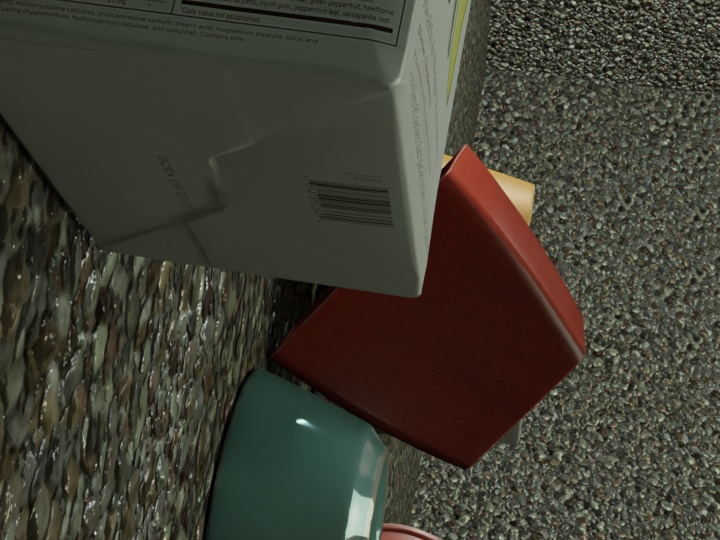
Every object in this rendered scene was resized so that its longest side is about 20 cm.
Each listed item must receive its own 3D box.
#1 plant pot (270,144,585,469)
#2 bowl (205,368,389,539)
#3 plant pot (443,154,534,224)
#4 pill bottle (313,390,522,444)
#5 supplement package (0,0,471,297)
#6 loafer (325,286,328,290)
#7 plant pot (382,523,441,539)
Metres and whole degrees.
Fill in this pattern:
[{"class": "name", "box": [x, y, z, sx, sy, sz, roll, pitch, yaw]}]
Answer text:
[{"class": "plant pot", "box": [0.074, 0.038, 1.093, 0.200, 0.176, 0.200, -47, -178, 14]}, {"class": "bowl", "box": [-0.039, 0.177, 0.973, 0.201, 0.105, 0.201, 8, 90, -84]}, {"class": "plant pot", "box": [0.114, -0.053, 1.647, 0.200, 0.183, 0.201, 8, 90, -83]}, {"class": "pill bottle", "box": [0.061, 0.109, 1.320, 0.114, 0.199, 0.114, 8, 90, -83]}, {"class": "supplement package", "box": [-0.033, -0.122, 0.508, 0.191, 0.147, 0.200, 78, 22, -70]}, {"class": "loafer", "box": [0.000, 0.000, 1.283, 0.071, 0.073, 0.200, -43, -163, 55]}, {"class": "plant pot", "box": [0.014, 0.389, 1.358, 0.195, 0.200, 0.201, -45, 143, -65]}]
